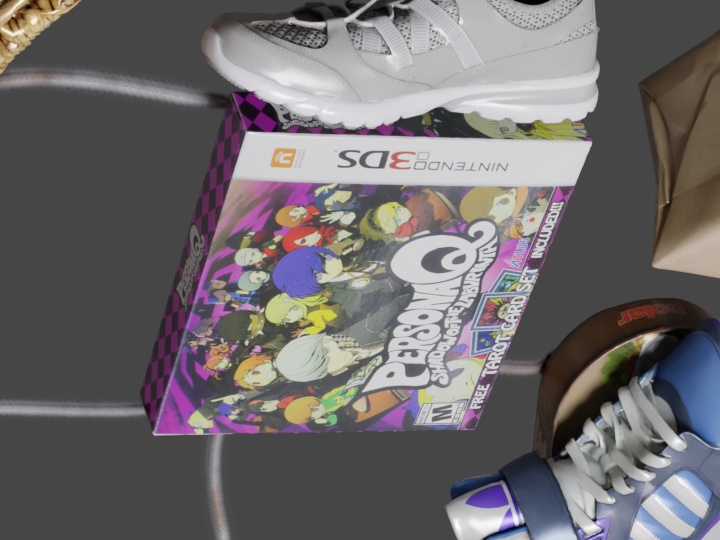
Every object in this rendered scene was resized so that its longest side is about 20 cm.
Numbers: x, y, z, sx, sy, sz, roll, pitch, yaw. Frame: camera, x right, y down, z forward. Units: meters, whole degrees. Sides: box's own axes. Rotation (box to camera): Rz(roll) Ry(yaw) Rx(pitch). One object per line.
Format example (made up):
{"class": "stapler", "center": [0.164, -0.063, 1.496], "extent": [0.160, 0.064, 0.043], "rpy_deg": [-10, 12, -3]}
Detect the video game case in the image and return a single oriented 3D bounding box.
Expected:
{"class": "video game case", "center": [0.000, 0.000, 1.377], "extent": [0.181, 0.036, 0.200], "rpy_deg": [1, 132, -23]}

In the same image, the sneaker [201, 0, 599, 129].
{"class": "sneaker", "center": [0.020, -0.115, 1.291], "extent": [0.200, 0.075, 0.082], "rpy_deg": [-3, 114, -27]}

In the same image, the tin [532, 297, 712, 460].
{"class": "tin", "center": [0.147, 0.100, 1.528], "extent": [0.112, 0.042, 0.200], "rpy_deg": [-11, 131, -18]}

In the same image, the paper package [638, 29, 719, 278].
{"class": "paper package", "center": [0.265, -0.060, 1.349], "extent": [0.200, 0.104, 0.191], "rpy_deg": [9, 156, -29]}

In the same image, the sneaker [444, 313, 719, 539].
{"class": "sneaker", "center": [0.120, 0.109, 1.447], "extent": [0.146, 0.081, 0.200], "rpy_deg": [-4, 134, -24]}

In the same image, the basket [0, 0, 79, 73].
{"class": "basket", "center": [-0.142, -0.126, 1.156], "extent": [0.200, 0.143, 0.149], "rpy_deg": [-38, 130, 12]}
